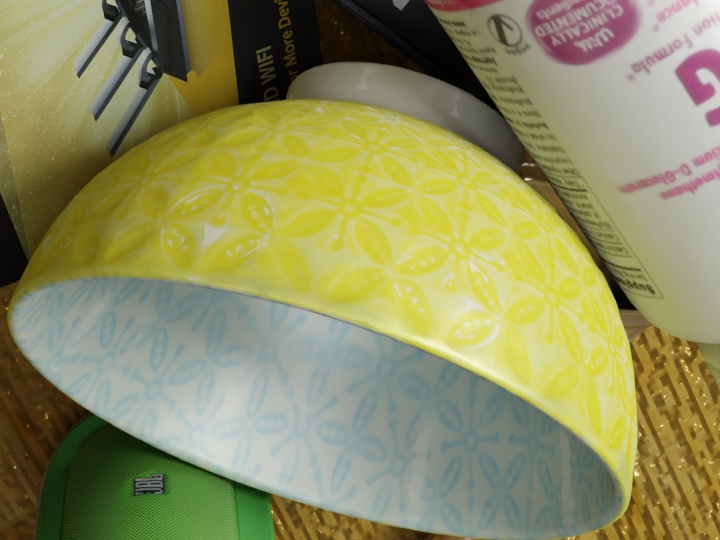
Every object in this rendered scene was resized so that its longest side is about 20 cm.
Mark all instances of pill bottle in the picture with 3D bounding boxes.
[{"bbox_3d":[0.109,-0.051,0.670,0.113,0.113,0.200,-34,111,6],"label":"pill bottle"}]

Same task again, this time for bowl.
[{"bbox_3d":[0.000,0.000,0.703,0.200,0.200,0.108,22,68,-12],"label":"bowl"}]

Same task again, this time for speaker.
[{"bbox_3d":[-0.072,0.110,0.766,0.088,0.200,0.089,-2,108,-5],"label":"speaker"}]

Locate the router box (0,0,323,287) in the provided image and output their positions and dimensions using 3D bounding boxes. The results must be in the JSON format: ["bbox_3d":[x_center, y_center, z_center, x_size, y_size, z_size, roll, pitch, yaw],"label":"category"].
[{"bbox_3d":[-0.098,-0.099,0.697,0.157,0.052,0.200,-23,131,-16],"label":"router box"}]

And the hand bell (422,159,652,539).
[{"bbox_3d":[0.051,0.069,0.841,0.104,0.104,0.200,11,119,-9],"label":"hand bell"}]

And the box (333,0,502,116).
[{"bbox_3d":[0.064,-0.165,0.773,0.161,0.049,0.200,37,103,-14],"label":"box"}]
